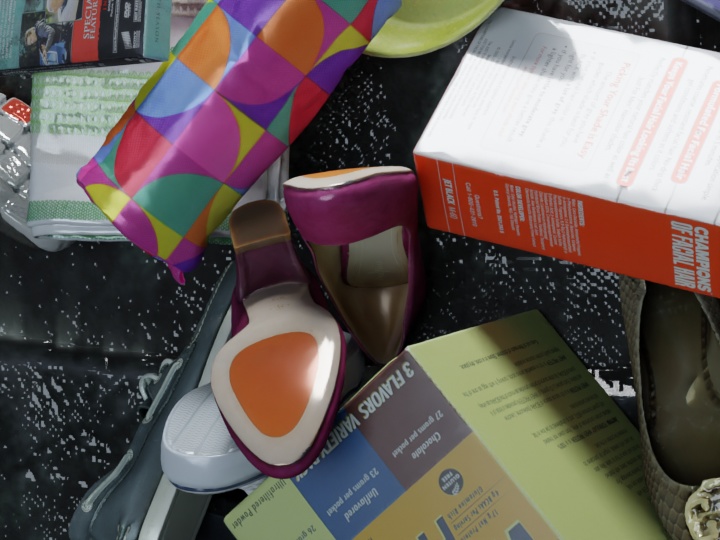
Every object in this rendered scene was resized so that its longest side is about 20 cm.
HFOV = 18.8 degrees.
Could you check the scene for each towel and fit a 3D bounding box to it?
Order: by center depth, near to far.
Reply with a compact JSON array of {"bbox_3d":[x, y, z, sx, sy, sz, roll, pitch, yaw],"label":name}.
[{"bbox_3d":[-0.111,-0.116,1.196,0.148,0.031,0.201,2,90,9],"label":"towel"}]

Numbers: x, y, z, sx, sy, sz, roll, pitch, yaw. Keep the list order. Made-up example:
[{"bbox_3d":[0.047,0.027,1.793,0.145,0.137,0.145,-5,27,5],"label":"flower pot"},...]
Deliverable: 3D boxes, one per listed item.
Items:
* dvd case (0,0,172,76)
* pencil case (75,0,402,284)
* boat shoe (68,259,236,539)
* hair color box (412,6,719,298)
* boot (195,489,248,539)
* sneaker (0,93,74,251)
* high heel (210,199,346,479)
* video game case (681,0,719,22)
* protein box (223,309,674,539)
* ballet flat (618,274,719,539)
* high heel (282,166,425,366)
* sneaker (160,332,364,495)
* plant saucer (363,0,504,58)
[{"bbox_3d":[-0.168,-0.180,1.184,0.199,0.022,0.147,0,86,45],"label":"dvd case"},{"bbox_3d":[-0.064,-0.093,1.136,0.088,0.088,0.200,40,96,15],"label":"pencil case"},{"bbox_3d":[-0.101,0.072,1.196,0.061,0.073,0.201,12,63,18],"label":"boat shoe"},{"bbox_3d":[0.140,-0.058,1.103,0.199,0.064,0.111,14,56,22],"label":"hair color box"},{"bbox_3d":[-0.081,0.208,1.234,0.200,0.076,0.169,36,110,23],"label":"boot"},{"bbox_3d":[-0.244,-0.065,1.301,0.200,0.077,0.082,38,133,17],"label":"sneaker"},{"bbox_3d":[-0.033,0.056,1.077,0.067,0.201,0.097,-10,126,5],"label":"high heel"},{"bbox_3d":[0.216,-0.221,1.092,0.143,0.019,0.201,35,105,32],"label":"video game case"},{"bbox_3d":[0.075,0.146,1.099,0.135,0.198,0.200,-44,78,20],"label":"protein box"},{"bbox_3d":[0.166,0.057,1.096,0.067,0.046,0.201,-15,62,14],"label":"ballet flat"},{"bbox_3d":[0.000,0.000,1.123,0.067,0.200,0.097,-5,86,2],"label":"high heel"},{"bbox_3d":[-0.044,0.090,1.149,0.073,0.200,0.071,7,106,22],"label":"sneaker"},{"bbox_3d":[0.031,-0.213,1.161,0.199,0.031,0.201,0,90,41],"label":"plant saucer"}]
